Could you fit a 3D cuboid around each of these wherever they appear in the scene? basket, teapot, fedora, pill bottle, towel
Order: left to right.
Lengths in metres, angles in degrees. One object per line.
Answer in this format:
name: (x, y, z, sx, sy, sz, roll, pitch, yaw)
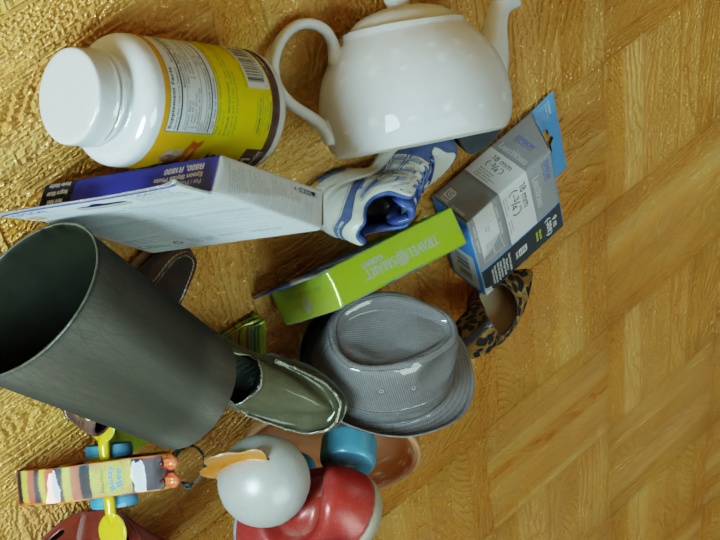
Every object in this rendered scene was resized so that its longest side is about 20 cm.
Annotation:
basket: (-0.216, 0.067, 1.307, 0.180, 0.136, 0.200, -22, 140, 32)
pill bottle: (-0.165, -0.139, 1.266, 0.200, 0.109, 0.109, -1, 121, -48)
towel: (-0.178, 0.123, 1.566, 0.200, 0.018, 0.086, -32, 140, -27)
fedora: (0.035, 0.083, 1.605, 0.199, 0.177, 0.090, 1, 147, -12)
teapot: (0.042, -0.190, 1.434, 0.200, 0.197, 0.147, -20, 100, -65)

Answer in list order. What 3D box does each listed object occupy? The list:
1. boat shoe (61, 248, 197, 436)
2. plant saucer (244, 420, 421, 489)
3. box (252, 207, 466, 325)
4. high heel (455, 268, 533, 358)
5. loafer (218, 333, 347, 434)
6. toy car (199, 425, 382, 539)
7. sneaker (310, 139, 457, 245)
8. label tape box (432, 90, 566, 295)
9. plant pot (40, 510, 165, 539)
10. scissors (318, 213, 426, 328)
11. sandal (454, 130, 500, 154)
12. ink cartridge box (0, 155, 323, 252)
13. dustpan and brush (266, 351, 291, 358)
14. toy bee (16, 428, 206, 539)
boat shoe: (-0.211, 0.064, 1.430, 0.200, 0.070, 0.070, -57, 145, 4)
plant saucer: (-0.032, 0.192, 1.695, 0.199, 0.038, 0.200, 0, 145, 0)
box: (0.000, 0.000, 1.581, 0.200, 0.122, 0.048, -26, 93, -33)
high heel: (0.169, 0.044, 1.792, 0.200, 0.071, 0.143, -42, 180, -30)
loafer: (-0.104, 0.119, 1.517, 0.200, 0.070, 0.075, 22, 100, -16)
toy car: (-0.097, 0.233, 1.569, 0.177, 0.185, 0.200, -24, 133, 34)
sneaker: (0.039, -0.080, 1.576, 0.200, 0.088, 0.075, -31, 139, -30)
label tape box: (0.185, -0.089, 1.759, 0.200, 0.063, 0.144, -41, 145, -15)
plant pot: (-0.239, 0.352, 1.564, 0.201, 0.201, 0.195, -46, 137, -9)
scissors: (0.005, 0.015, 1.685, 0.073, 0.014, 0.200, 20, 106, -52)
sandal: (0.102, -0.185, 1.605, 0.076, 0.043, 0.200, -39, 154, -6)
ink cartridge box: (-0.166, -0.059, 1.276, 0.200, 0.199, 0.041, 15, 72, -56)
dustpan and brush: (-0.031, 0.132, 1.693, 0.200, 0.057, 0.140, 37, 115, -25)
toy bee: (-0.227, 0.190, 1.472, 0.200, 0.109, 0.131, -30, 100, -31)
